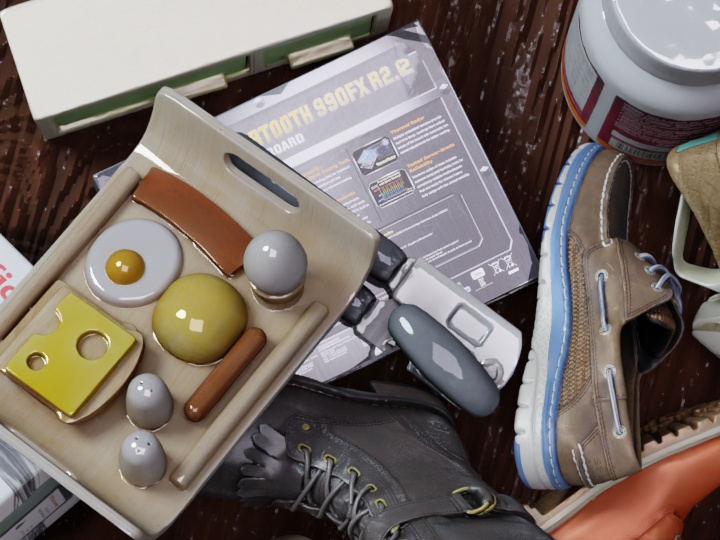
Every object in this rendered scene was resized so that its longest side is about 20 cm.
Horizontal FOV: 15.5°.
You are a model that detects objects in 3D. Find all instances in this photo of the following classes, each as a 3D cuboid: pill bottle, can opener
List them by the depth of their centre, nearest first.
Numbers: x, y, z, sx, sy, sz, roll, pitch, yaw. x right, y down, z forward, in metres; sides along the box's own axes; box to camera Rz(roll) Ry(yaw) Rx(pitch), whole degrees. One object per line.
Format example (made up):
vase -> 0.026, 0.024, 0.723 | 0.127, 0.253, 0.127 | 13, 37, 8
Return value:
pill bottle -> 0.165, -0.124, 1.375 | 0.110, 0.200, 0.110 | 0, 81, -1
can opener -> 0.000, 0.000, 1.384 | 0.200, 0.066, 0.053 | 37, 86, 6

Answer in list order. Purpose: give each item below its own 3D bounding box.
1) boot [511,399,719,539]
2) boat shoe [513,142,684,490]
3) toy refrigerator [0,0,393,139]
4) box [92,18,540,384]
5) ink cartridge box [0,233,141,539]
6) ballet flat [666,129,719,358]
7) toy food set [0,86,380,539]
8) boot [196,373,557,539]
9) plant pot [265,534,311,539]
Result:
boot -> 0.147, 0.145, 1.422 | 0.200, 0.075, 0.107 | -32, 91, 3
boat shoe -> 0.134, 0.025, 1.406 | 0.072, 0.072, 0.200 | 1, 66, 20
toy refrigerator -> -0.086, -0.132, 1.433 | 0.200, 0.076, 0.070 | -18, 86, -4
box -> -0.023, -0.022, 1.438 | 0.200, 0.048, 0.158 | -27, 86, -4
ink cartridge box -> -0.227, 0.084, 1.369 | 0.200, 0.084, 0.146 | -41, 72, -18
ballet flat -> 0.206, 0.007, 1.415 | 0.072, 0.200, 0.068 | -1, 40, 29
toy food set -> -0.105, 0.020, 1.322 | 0.143, 0.060, 0.200 | 35, 70, 14
boot -> 0.001, 0.119, 1.342 | 0.200, 0.174, 0.069 | -3, 118, -22
plant pot -> -0.077, 0.225, 1.357 | 0.175, 0.200, 0.200 | -27, 86, -21
